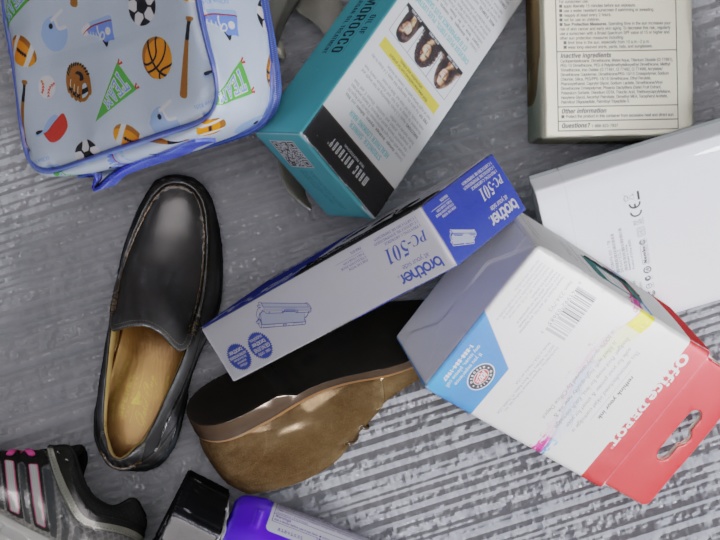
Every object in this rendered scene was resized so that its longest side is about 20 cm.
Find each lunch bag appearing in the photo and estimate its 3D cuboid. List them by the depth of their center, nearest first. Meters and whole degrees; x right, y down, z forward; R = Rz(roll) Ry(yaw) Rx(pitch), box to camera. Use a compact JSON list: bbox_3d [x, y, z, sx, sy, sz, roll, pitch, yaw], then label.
[{"bbox_3d":[-0.143,-0.138,1.201,0.200,0.075,0.161,-14,86,41],"label":"lunch bag"}]

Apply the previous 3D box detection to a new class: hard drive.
[{"bbox_3d":[-0.127,0.204,1.185,0.038,0.200,0.140,27,89,-3],"label":"hard drive"},{"bbox_3d":[0.218,-0.034,1.244,0.200,0.027,0.132,-17,127,-1],"label":"hard drive"}]

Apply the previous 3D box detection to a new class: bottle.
[{"bbox_3d":[-0.001,0.215,1.247,0.200,0.065,0.084,20,133,-1],"label":"bottle"}]

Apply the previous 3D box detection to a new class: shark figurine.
[{"bbox_3d":[-0.060,-0.153,1.236,0.128,0.089,0.215,10,95,12],"label":"shark figurine"}]

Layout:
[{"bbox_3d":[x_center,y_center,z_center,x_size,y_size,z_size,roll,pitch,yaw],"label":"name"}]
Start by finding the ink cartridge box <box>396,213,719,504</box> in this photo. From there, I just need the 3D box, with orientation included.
[{"bbox_3d":[0.138,0.057,1.223,0.200,0.067,0.116,31,104,-29],"label":"ink cartridge box"}]

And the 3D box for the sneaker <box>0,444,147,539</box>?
[{"bbox_3d":[-0.223,0.142,1.248,0.200,0.074,0.088,32,67,12],"label":"sneaker"}]

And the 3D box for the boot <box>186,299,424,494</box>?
[{"bbox_3d":[-0.012,0.082,1.265,0.200,0.074,0.076,-23,121,-6],"label":"boot"}]

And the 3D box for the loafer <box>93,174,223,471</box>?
[{"bbox_3d":[-0.132,0.036,1.247,0.073,0.072,0.200,8,90,0],"label":"loafer"}]

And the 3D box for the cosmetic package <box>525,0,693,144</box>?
[{"bbox_3d":[0.161,-0.184,1.251,0.105,0.071,0.200,0,90,-3],"label":"cosmetic package"}]

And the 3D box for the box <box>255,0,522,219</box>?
[{"bbox_3d":[0.023,-0.135,1.213,0.082,0.049,0.200,48,65,-32],"label":"box"}]

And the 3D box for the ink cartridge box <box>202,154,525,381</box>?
[{"bbox_3d":[0.000,0.000,1.186,0.200,0.094,0.044,-29,95,39],"label":"ink cartridge box"}]
